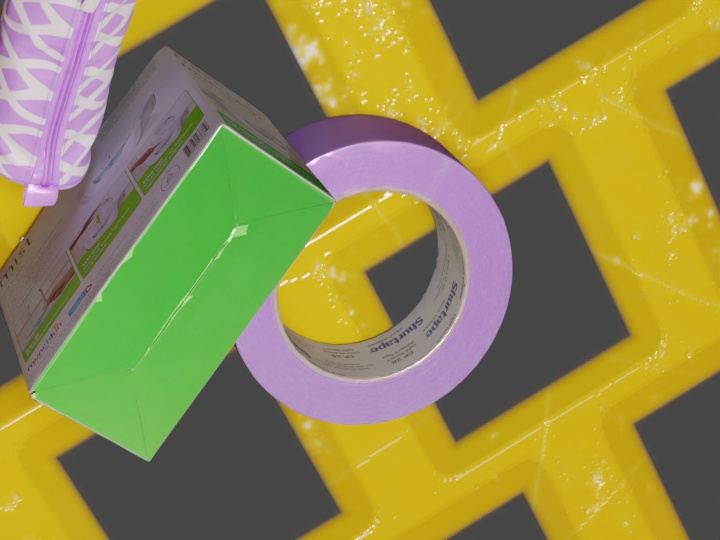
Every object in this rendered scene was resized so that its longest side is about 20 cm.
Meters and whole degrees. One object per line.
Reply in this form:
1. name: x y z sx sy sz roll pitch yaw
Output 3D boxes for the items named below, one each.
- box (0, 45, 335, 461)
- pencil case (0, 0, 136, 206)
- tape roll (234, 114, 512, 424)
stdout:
1. box: -0.130 -0.016 1.277 0.096 0.177 0.201 33 98 -26
2. pencil case: -0.177 -0.140 1.231 0.083 0.086 0.201 -6 139 -29
3. tape roll: 0.000 0.000 1.385 0.198 0.066 0.202 -6 112 -16
